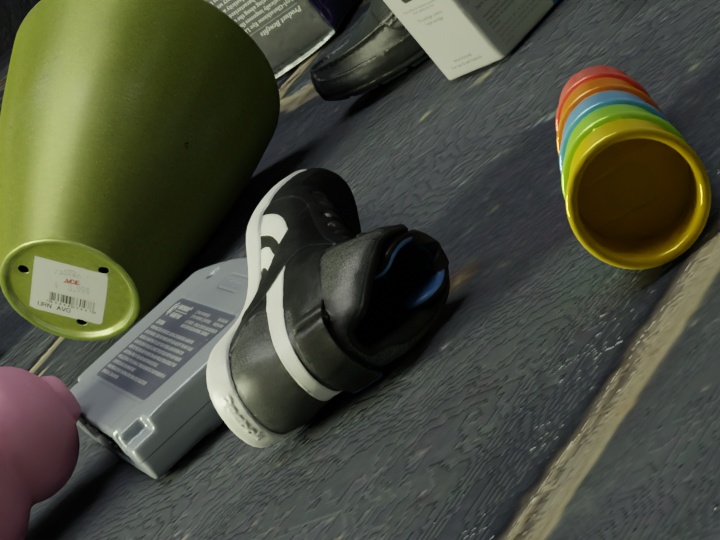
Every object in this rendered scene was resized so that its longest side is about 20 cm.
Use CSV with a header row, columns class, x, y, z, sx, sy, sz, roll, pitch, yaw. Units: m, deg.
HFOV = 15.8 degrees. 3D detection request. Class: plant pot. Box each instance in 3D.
class,x,y,z,sx,sy,sz,roll,pitch,yaw
plant pot,-0.163,-0.056,1.697,0.187,0.187,0.200,-30,32,37

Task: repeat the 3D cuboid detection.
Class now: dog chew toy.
class,x,y,z,sx,sy,sz,roll,pitch,yaw
dog chew toy,-0.235,0.127,1.386,0.200,0.125,0.125,-38,12,-16

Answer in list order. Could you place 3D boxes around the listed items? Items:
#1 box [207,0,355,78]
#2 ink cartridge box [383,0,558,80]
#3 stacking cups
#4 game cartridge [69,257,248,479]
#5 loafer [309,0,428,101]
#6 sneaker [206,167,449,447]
class,x,y,z,sx,sy,sz,roll,pitch,yaw
box,-0.098,-0.266,2.066,0.104,0.200,0.148,-33,17,29
ink cartridge box,0.042,-0.232,1.583,0.116,0.200,0.068,-47,15,-27
stacking cups,0.112,-0.058,1.141,0.060,0.061,0.200,-38,14,11
game cartridge,-0.092,0.048,1.415,0.133,0.041,0.200,-46,14,-9
loafer,0.040,-0.184,1.711,0.200,0.070,0.068,-34,15,26
sneaker,0.000,0.000,1.263,0.112,0.073,0.200,-30,25,27
